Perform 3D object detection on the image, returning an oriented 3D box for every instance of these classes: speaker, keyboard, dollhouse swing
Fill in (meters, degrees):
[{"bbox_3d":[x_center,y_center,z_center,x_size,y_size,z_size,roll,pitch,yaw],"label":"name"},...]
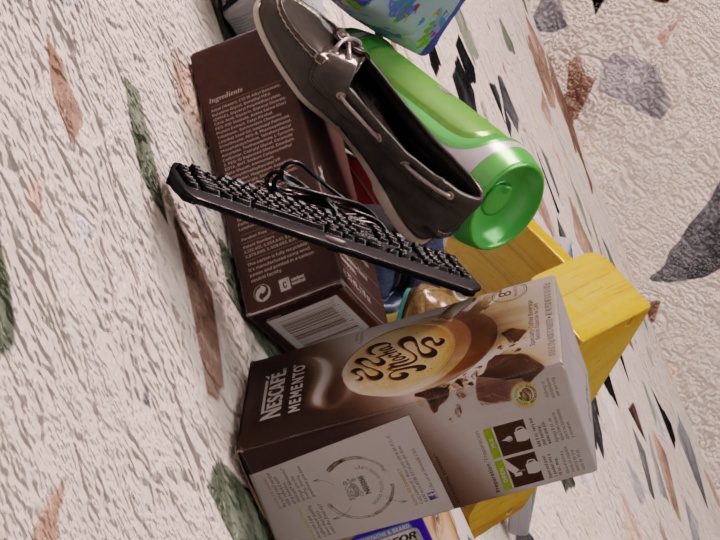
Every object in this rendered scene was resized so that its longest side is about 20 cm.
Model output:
[{"bbox_3d":[0.042,-0.097,1.762,0.200,0.088,0.089,41,-8,35],"label":"speaker"},{"bbox_3d":[-0.023,-0.038,1.483,0.199,0.040,0.104,19,7,-21],"label":"keyboard"},{"bbox_3d":[0.085,0.062,1.825,0.176,0.200,0.182,39,26,17],"label":"dollhouse swing"}]

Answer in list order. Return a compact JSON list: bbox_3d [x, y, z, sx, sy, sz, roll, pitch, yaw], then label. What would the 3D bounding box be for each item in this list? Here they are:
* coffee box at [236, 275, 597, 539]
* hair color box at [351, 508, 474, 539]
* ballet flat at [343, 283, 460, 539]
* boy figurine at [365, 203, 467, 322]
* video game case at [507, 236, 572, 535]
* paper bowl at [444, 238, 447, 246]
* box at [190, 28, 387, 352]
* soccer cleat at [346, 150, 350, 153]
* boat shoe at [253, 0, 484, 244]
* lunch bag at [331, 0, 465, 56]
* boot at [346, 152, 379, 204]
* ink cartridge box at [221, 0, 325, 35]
[{"bbox_3d":[0.034,0.086,1.456,0.113,0.199,0.080,-87,158,-63],"label":"coffee box"},{"bbox_3d":[0.052,0.222,1.663,0.109,0.065,0.201,-85,152,-62],"label":"hair color box"},{"bbox_3d":[0.037,0.096,1.589,0.068,0.072,0.201,86,21,-51],"label":"ballet flat"},{"bbox_3d":[0.022,0.049,1.704,0.064,0.124,0.201,35,-51,47],"label":"boy figurine"},{"bbox_3d":[0.159,0.103,2.148,0.201,0.022,0.183,91,11,-45],"label":"video game case"},{"bbox_3d":[0.093,-0.029,2.145,0.201,0.104,0.202,-20,90,-77],"label":"paper bowl"},{"bbox_3d":[-0.047,-0.052,1.618,0.100,0.075,0.201,45,26,-62],"label":"box"},{"bbox_3d":[0.011,-0.087,1.956,0.078,0.069,0.201,24,51,-70],"label":"soccer cleat"},{"bbox_3d":[0.009,-0.109,1.598,0.200,0.057,0.067,54,31,-13],"label":"boat shoe"},{"bbox_3d":[-0.017,-0.265,1.775,0.200,0.128,0.170,42,5,17],"label":"lunch bag"},{"bbox_3d":[0.000,0.000,1.765,0.201,0.072,0.144,65,11,12],"label":"boot"},{"bbox_3d":[-0.081,-0.244,1.839,0.200,0.040,0.200,55,19,-50],"label":"ink cartridge box"}]
